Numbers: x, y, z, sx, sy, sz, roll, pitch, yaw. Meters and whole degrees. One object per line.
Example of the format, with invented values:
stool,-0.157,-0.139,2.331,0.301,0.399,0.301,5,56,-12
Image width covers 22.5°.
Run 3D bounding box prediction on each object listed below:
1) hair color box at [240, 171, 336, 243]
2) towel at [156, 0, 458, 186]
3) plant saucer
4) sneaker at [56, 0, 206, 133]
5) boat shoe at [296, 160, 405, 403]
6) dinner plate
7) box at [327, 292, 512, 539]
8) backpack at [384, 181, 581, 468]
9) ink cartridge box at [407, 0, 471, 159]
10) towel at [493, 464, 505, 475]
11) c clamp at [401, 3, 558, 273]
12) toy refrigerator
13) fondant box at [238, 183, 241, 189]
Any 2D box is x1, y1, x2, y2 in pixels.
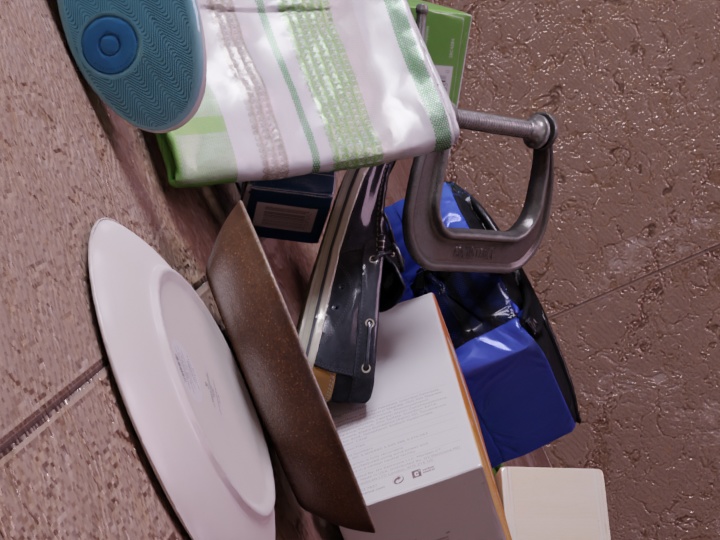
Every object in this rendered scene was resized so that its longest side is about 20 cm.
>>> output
hair color box,-0.043,-0.130,1.231,0.100,0.060,0.201,115,-18,-71
towel,-0.045,-0.130,1.123,0.031,0.199,0.150,-48,-122,53
plant saucer,-0.045,0.060,1.015,0.200,0.037,0.201,157,-90,-86
sneaker,-0.133,-0.173,1.036,0.131,0.079,0.201,-25,93,-82
boat shoe,0.000,0.000,1.191,0.075,0.062,0.201,111,-6,-62
dinner plate,-0.080,0.063,0.891,0.200,0.024,0.201,-24,90,-83
box,0.035,0.129,1.198,0.200,0.097,0.125,-103,174,-57
backpack,0.056,0.038,1.401,0.163,0.167,0.200,68,0,-53
ink cartridge box,0.006,-0.152,1.331,0.200,0.059,0.104,-148,-117,-63
towel,0.079,0.132,1.573,0.150,0.031,0.200,64,-13,-22
c clamp,0.087,-0.080,1.266,0.200,0.027,0.172,11,90,-53
toy refrigerator,0.118,0.208,1.322,0.200,0.076,0.070,108,-18,-61
fondant box,-0.087,-0.144,1.373,0.144,0.058,0.201,-82,147,-77
